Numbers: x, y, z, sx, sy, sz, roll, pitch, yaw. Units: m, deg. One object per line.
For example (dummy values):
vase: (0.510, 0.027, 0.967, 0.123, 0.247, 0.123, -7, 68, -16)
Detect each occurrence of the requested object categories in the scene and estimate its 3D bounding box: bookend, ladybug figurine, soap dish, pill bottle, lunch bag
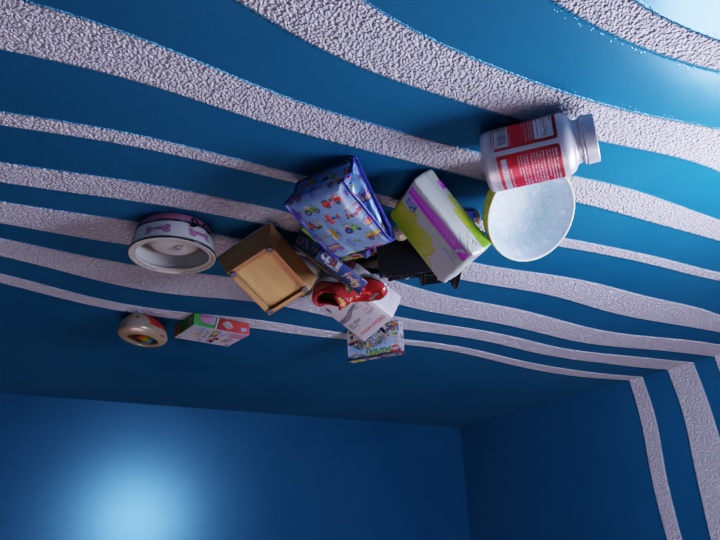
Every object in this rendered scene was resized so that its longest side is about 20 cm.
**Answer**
bookend: (0.144, -0.012, 1.630, 0.197, 0.094, 0.199, -6, 164, 2)
ladybug figurine: (-0.683, 0.188, 2.079, 0.134, 0.073, 0.200, -6, 156, 7)
soap dish: (-0.218, 0.004, 1.571, 0.156, 0.082, 0.200, -30, 126, 12)
pill bottle: (0.322, -0.216, 1.188, 0.197, 0.114, 0.112, -11, 156, 20)
lunch bag: (-0.032, -0.103, 1.334, 0.149, 0.095, 0.201, -17, 122, 31)

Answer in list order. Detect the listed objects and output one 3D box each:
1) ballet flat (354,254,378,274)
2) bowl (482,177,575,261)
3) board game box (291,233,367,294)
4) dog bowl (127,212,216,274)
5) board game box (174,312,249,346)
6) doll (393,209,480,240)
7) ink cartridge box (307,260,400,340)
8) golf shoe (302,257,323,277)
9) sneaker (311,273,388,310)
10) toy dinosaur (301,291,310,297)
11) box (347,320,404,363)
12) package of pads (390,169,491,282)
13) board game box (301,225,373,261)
ballet flat: (0.000, 0.000, 1.741, 0.198, 0.047, 0.067, -15, 153, 27)
bowl: (0.329, -0.131, 1.363, 0.197, 0.203, 0.108, 6, -162, -18)
board game box: (-0.075, -0.019, 1.515, 0.135, 0.035, 0.200, 39, 176, -24)
dog bowl: (-0.431, -0.063, 1.523, 0.197, 0.075, 0.201, -2, 156, -1)
board game box: (-0.486, 0.197, 2.160, 0.198, 0.041, 0.152, 16, 151, -36)
doll: (0.171, -0.089, 1.499, 0.197, 0.049, 0.138, -4, 116, -3)
ink cartridge box: (-0.016, 0.071, 1.726, 0.199, 0.083, 0.146, 37, 133, -10)
golf shoe: (-0.190, 0.016, 1.701, 0.197, 0.099, 0.078, 6, 155, -20)
sneaker: (-0.027, 0.063, 1.608, 0.197, 0.085, 0.078, -5, 125, 22)
toy dinosaur: (-0.161, 0.056, 1.846, 0.087, 0.048, 0.200, -23, 160, 13)
box: (0.050, 0.241, 2.223, 0.198, 0.112, 0.035, -14, 154, 25)
package of pads: (0.160, -0.087, 1.379, 0.068, 0.201, 0.155, -33, 171, -28)
board game box: (-0.051, -0.085, 1.540, 0.100, 0.048, 0.200, -11, 155, 19)
